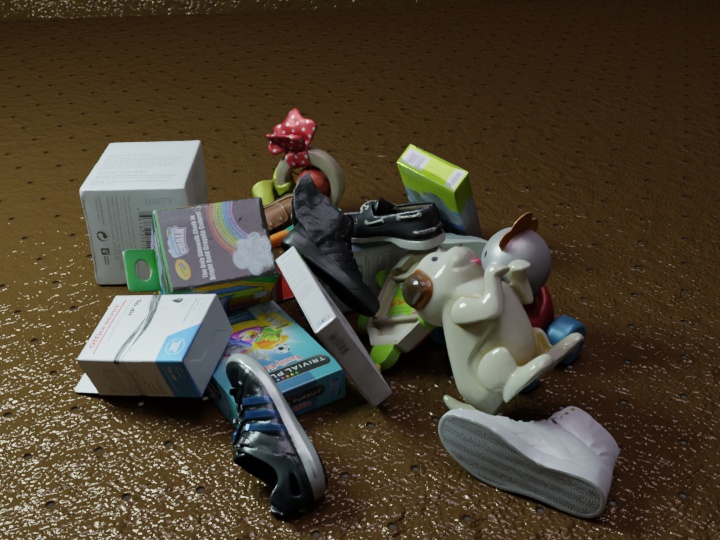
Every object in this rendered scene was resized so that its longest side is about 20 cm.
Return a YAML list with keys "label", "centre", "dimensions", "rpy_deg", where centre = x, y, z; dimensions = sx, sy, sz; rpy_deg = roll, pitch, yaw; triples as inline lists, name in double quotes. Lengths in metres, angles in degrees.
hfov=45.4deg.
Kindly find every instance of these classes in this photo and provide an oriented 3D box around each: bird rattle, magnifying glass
- label: "bird rattle"
  centre: [-0.101, -0.173, 1.524]
  dimensions: [0.160, 0.202, 0.113]
  rpy_deg: [25, 30, -3]
- label: "magnifying glass"
  centre: [-0.104, -0.063, 1.382]
  dimensions: [0.079, 0.023, 0.199]
  rpy_deg: [-6, 17, 44]

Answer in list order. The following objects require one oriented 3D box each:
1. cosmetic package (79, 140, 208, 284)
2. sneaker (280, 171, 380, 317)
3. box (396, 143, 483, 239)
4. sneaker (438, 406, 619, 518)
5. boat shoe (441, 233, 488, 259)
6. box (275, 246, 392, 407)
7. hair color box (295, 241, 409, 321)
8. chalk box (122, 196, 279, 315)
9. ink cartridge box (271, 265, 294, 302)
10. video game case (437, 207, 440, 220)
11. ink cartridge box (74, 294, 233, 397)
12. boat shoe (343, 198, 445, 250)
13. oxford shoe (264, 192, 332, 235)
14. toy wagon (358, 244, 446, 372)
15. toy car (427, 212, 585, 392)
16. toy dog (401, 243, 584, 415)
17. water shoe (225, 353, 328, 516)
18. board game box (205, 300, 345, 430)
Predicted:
- label: "cosmetic package"
  centre: [-0.341, -0.098, 1.401]
  dimensions: [0.161, 0.168, 0.201]
  rpy_deg: [-1, 28, -1]
- label: "sneaker"
  centre: [-0.032, -0.035, 1.197]
  dimensions: [0.199, 0.060, 0.105]
  rpy_deg: [38, 68, 2]
- label: "box"
  centre: [0.135, -0.110, 1.417]
  dimensions: [0.121, 0.201, 0.048]
  rpy_deg: [31, 72, 30]
- label: "sneaker"
  centre: [0.194, 0.194, 0.978]
  dimensions: [0.197, 0.075, 0.115]
  rpy_deg: [23, 34, 19]
- label: "boat shoe"
  centre: [0.129, -0.025, 1.382]
  dimensions: [0.196, 0.072, 0.071]
  rpy_deg: [5, 5, 19]
- label: "box"
  centre: [-0.038, 0.069, 1.109]
  dimensions: [0.036, 0.145, 0.201]
  rpy_deg: [-34, 32, 0]
- label: "hair color box"
  centre: [0.000, 0.000, 1.289]
  dimensions: [0.196, 0.101, 0.061]
  rpy_deg: [-12, 30, -21]
- label: "chalk box"
  centre: [-0.226, -0.009, 1.192]
  dimensions: [0.196, 0.124, 0.127]
  rpy_deg: [-9, 68, -18]
- label: "ink cartridge box"
  centre: [-0.168, 0.008, 1.327]
  dimensions: [0.196, 0.051, 0.109]
  rpy_deg: [-13, 31, -20]
- label: "video game case"
  centre: [0.007, -0.072, 1.425]
  dimensions: [0.178, 0.026, 0.199]
  rpy_deg: [-16, 10, -26]
- label: "ink cartridge box"
  centre: [-0.276, 0.094, 1.096]
  dimensions: [0.196, 0.069, 0.117]
  rpy_deg: [-2, 42, 22]
- label: "boat shoe"
  centre: [0.034, -0.073, 1.230]
  dimensions: [0.198, 0.062, 0.073]
  rpy_deg: [11, 32, 45]
- label: "oxford shoe"
  centre: [-0.141, -0.081, 1.475]
  dimensions: [0.196, 0.073, 0.072]
  rpy_deg: [-13, 32, 0]
- label: "toy wagon"
  centre: [0.057, 0.058, 1.176]
  dimensions: [0.154, 0.039, 0.203]
  rpy_deg: [-11, 50, 56]
- label: "toy car"
  centre: [0.193, 0.019, 1.148]
  dimensions: [0.175, 0.204, 0.183]
  rpy_deg: [-24, 36, -36]
- label: "toy dog"
  centre: [0.143, 0.061, 1.045]
  dimensions: [0.138, 0.195, 0.201]
  rpy_deg: [-22, 69, -45]
- label: "water shoe"
  centre: [-0.114, 0.177, 0.956]
  dimensions: [0.078, 0.072, 0.201]
  rpy_deg: [-26, 56, -24]
- label: "board game box"
  centre: [-0.133, 0.121, 1.128]
  dimensions: [0.149, 0.048, 0.199]
  rpy_deg: [-18, 33, -29]
